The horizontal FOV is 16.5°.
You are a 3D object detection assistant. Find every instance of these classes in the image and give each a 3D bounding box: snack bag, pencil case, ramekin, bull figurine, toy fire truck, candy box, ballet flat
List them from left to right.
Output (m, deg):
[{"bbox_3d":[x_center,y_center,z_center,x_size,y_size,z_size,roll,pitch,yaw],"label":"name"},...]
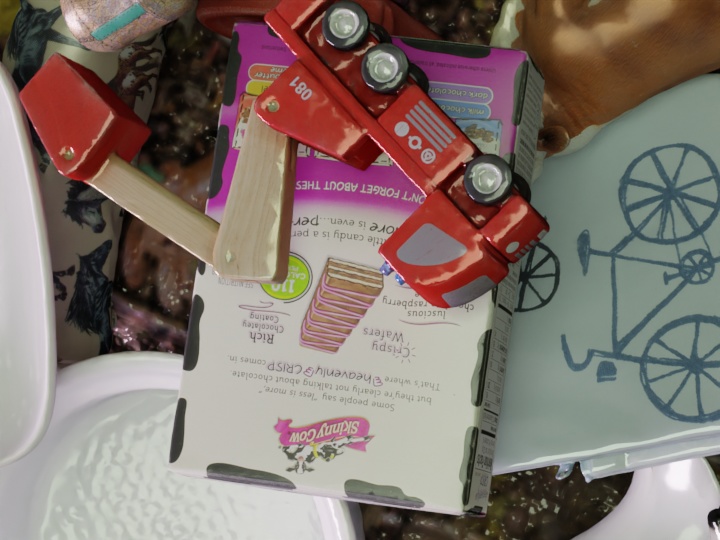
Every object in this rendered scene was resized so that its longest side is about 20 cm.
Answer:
[{"bbox_3d":[-0.139,-0.052,1.191,0.078,0.089,0.201,17,96,43],"label":"pencil case"},{"bbox_3d":[-0.112,-0.154,1.077,0.067,0.200,0.068,-40,115,15],"label":"ballet flat"},{"bbox_3d":[-0.092,0.136,1.183,0.199,0.098,0.202,0,92,9],"label":"ramekin"},{"bbox_3d":[-0.033,-0.044,1.044,0.141,0.049,0.200,-43,76,5],"label":"toy fire truck"},{"bbox_3d":[0.000,0.000,1.087,0.135,0.061,0.202,7,84,14],"label":"candy box"},{"bbox_3d":[0.094,0.010,1.146,0.199,0.021,0.190,-12,62,10],"label":"snack bag"},{"bbox_3d":[0.118,-0.122,1.145,0.199,0.065,0.122,-23,95,-4],"label":"bull figurine"}]

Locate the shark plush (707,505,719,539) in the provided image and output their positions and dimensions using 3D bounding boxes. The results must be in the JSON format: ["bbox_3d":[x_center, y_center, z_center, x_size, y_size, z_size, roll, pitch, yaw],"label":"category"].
[{"bbox_3d":[0.192,0.197,1.084,0.091,0.083,0.201,-45,121,-22],"label":"shark plush"}]

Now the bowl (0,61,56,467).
[{"bbox_3d":[-0.234,-0.004,1.110,0.198,0.075,0.202,-5,99,1],"label":"bowl"}]

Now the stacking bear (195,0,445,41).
[{"bbox_3d":[-0.004,-0.203,1.149,0.113,0.121,0.201,10,85,25],"label":"stacking bear"}]

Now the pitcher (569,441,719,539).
[{"bbox_3d":[0.127,0.195,1.151,0.171,0.121,0.200,41,87,-11],"label":"pitcher"}]
